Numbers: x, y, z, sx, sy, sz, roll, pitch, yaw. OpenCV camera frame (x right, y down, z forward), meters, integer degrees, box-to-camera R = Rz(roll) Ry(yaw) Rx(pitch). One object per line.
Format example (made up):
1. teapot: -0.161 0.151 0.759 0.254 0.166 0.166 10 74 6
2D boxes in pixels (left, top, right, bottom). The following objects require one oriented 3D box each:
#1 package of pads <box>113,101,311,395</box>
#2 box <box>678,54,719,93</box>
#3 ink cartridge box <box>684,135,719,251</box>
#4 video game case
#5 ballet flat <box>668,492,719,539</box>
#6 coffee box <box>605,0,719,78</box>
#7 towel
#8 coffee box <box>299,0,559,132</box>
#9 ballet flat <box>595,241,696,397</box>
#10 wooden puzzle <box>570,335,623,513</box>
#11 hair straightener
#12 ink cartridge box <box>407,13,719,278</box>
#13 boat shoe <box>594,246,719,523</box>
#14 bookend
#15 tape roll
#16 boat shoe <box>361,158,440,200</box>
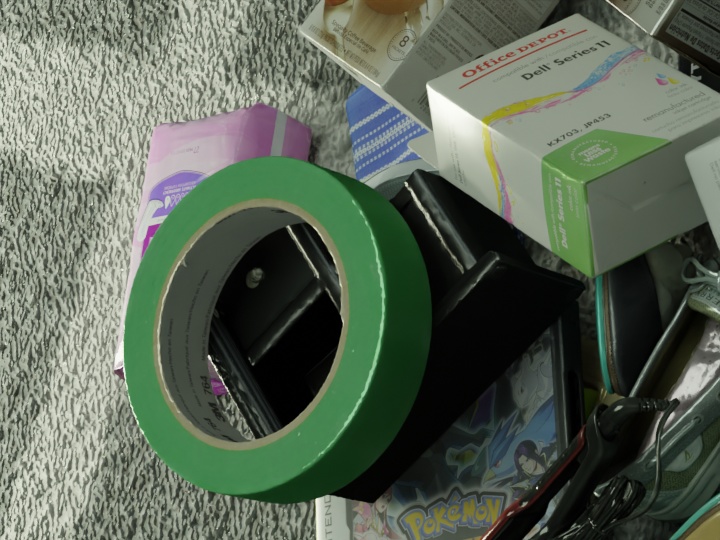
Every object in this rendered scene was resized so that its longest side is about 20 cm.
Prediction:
1. package of pads: -0.107 -0.013 1.940 0.120 0.075 0.201 -9 67 51
2. box: 0.270 -0.161 1.579 0.198 0.050 0.201 -16 62 44
3. ink cartridge box: 0.290 -0.037 1.434 0.200 0.087 0.146 -29 76 42
4. video game case: 0.052 0.124 1.668 0.199 0.025 0.182 -16 67 37
5. ballet flat: 0.185 0.178 1.532 0.200 0.069 0.063 -42 73 34
6. coffee box: 0.217 -0.225 1.569 0.200 0.080 0.113 -57 40 12
7. towel: 0.046 -0.065 1.823 0.145 0.024 0.201 -33 51 38
8. coffee box: 0.068 -0.198 1.778 0.200 0.080 0.114 -53 41 1
9. ballet flat: 0.165 -0.017 1.627 0.073 0.073 0.201 -37 43 34
10. wooden puzzle: 0.072 0.113 1.691 0.200 0.037 0.186 25 94 47
11. hair straightener: 0.124 0.146 1.540 0.200 0.041 0.077 -51 60 30
12. ink cartridge box: 0.119 -0.083 1.589 0.200 0.117 0.068 36 145 49
13. boat shoe: 0.198 0.048 1.556 0.074 0.065 0.203 41 106 50
14. bookend: 0.000 0.000 1.666 0.200 0.092 0.199 -45 56 21
15. tape roll: -0.051 0.035 1.607 0.200 0.048 0.201 -10 73 37
16. boat shoe: 0.023 -0.040 1.773 0.199 0.074 0.067 -17 24 33
